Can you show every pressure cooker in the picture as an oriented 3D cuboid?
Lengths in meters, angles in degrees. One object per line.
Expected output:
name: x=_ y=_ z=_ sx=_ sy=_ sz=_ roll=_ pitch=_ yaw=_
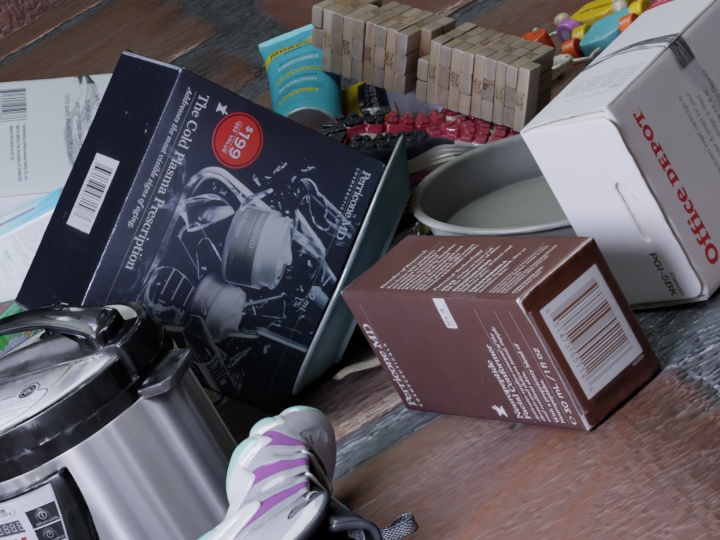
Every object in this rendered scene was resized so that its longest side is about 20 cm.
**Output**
pressure cooker: x=-0.180 y=0.114 z=1.534 sx=0.176 sy=0.200 sz=0.179 roll=-32 pitch=19 yaw=-10

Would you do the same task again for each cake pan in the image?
cake pan: x=0.136 y=-0.053 z=1.680 sx=0.200 sy=0.037 sz=0.200 roll=-11 pitch=21 yaw=4

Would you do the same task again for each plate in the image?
plate: x=0.000 y=0.000 z=1.692 sx=0.200 sy=0.026 sz=0.200 roll=-157 pitch=90 yaw=-89

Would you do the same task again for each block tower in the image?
block tower: x=0.058 y=-0.165 z=1.849 sx=0.200 sy=0.054 sz=0.058 roll=21 pitch=34 yaw=30

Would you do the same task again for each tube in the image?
tube: x=-0.044 y=-0.152 z=1.923 sx=0.077 sy=0.050 sz=0.200 roll=-15 pitch=29 yaw=5

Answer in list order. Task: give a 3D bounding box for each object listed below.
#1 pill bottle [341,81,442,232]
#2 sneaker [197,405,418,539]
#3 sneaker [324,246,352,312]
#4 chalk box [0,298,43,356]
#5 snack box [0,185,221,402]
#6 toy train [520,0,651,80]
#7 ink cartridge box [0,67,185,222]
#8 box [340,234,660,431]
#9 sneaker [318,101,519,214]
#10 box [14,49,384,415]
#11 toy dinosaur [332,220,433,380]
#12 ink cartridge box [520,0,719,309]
pill bottle: x=0.016 y=-0.100 z=1.941 sx=0.200 sy=0.112 sz=0.112 roll=-25 pitch=19 yaw=16
sneaker: x=-0.021 y=0.149 z=1.415 sx=0.140 sy=0.078 sz=0.200 roll=-15 pitch=33 yaw=35
sneaker: x=-0.071 y=0.003 z=1.874 sx=0.146 sy=0.077 sz=0.202 roll=-14 pitch=7 yaw=7
chalk box: x=-0.281 y=0.106 z=1.707 sx=0.124 sy=0.200 sz=0.124 roll=-15 pitch=25 yaw=42
snack box: x=-0.201 y=0.038 z=1.761 sx=0.116 sy=0.200 sz=0.037 roll=-26 pitch=26 yaw=10
toy train: x=0.177 y=-0.177 z=2.000 sx=0.150 sy=0.056 sz=0.200 roll=-33 pitch=15 yaw=-5
ink cartridge box: x=-0.220 y=-0.075 z=1.810 sx=0.200 sy=0.083 sz=0.147 roll=-5 pitch=41 yaw=-4
box: x=0.084 y=0.036 z=1.498 sx=0.075 sy=0.100 sz=0.200 roll=-38 pitch=20 yaw=-24
sneaker: x=0.066 y=-0.084 z=1.838 sx=0.200 sy=0.075 sz=0.081 roll=-3 pitch=30 yaw=-4
box: x=-0.112 y=-0.026 z=1.687 sx=0.104 sy=0.182 sz=0.200 roll=22 pitch=89 yaw=57
toy dinosaur: x=0.052 y=0.011 z=1.710 sx=0.088 sy=0.047 sz=0.200 roll=-22 pitch=24 yaw=34
ink cartridge box: x=0.214 y=-0.089 z=1.554 sx=0.083 sy=0.147 sz=0.200 roll=-10 pitch=26 yaw=49
